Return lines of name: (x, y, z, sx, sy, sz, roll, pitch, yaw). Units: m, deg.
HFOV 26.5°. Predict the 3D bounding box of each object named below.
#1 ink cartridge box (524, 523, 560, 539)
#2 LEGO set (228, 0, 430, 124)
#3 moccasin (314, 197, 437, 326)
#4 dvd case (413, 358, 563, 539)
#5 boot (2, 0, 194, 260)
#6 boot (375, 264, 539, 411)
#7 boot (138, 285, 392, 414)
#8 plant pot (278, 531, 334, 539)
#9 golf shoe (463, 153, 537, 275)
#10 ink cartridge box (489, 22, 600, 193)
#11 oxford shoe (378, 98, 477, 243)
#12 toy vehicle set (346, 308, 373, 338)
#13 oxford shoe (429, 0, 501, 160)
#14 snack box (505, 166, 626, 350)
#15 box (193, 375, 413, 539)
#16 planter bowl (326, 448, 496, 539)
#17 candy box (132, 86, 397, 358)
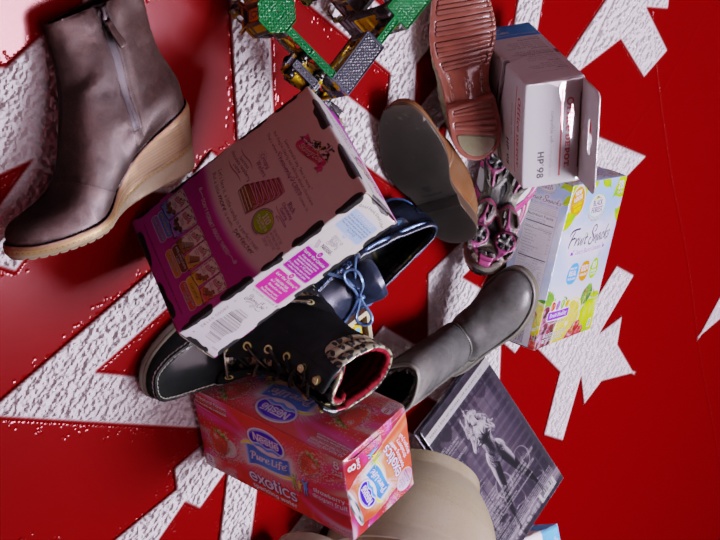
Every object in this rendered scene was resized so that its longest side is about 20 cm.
ink cartridge box: (0.148, 0.395, 1.858, 0.199, 0.124, 0.130, -8, 88, -48)
LEGO set: (-0.031, -0.241, 1.379, 0.153, 0.116, 0.201, 35, 74, -23)
moccasin: (0.000, 0.000, 1.544, 0.200, 0.068, 0.081, -49, 140, -20)
dvd case: (0.154, 0.220, 1.804, 0.201, 0.016, 0.149, 56, 50, -18)
boot: (-0.227, -0.119, 1.220, 0.199, 0.072, 0.168, -36, 121, -33)
boot: (0.094, 0.079, 1.642, 0.182, 0.073, 0.199, -53, 159, 26)
boot: (-0.086, 0.084, 1.400, 0.202, 0.153, 0.074, -27, 131, -29)
plant pot: (-0.069, 0.374, 1.578, 0.174, 0.198, 0.201, -62, 147, -36)
golf shoe: (0.159, -0.092, 1.712, 0.092, 0.072, 0.202, 110, 3, -78)
ink cartridge box: (0.177, -0.165, 1.572, 0.066, 0.200, 0.117, -8, 120, -12)
oxford shoe: (0.071, -0.117, 1.593, 0.201, 0.071, 0.072, 59, 33, -46)
toy vehicle set: (-0.030, 0.147, 1.618, 0.124, 0.026, 0.202, -36, 134, -35)
oxford shoe: (0.100, -0.218, 1.575, 0.070, 0.074, 0.203, -6, 104, -8)
snack box: (0.238, -0.020, 1.818, 0.168, 0.067, 0.202, -14, 118, -58)
box: (-0.056, 0.156, 1.446, 0.095, 0.199, 0.101, -37, 134, -37)
planter bowl: (0.064, 0.284, 1.692, 0.201, 0.198, 0.136, 62, 35, -46)
candy box: (-0.084, -0.041, 1.296, 0.199, 0.137, 0.061, -36, 143, 11)
